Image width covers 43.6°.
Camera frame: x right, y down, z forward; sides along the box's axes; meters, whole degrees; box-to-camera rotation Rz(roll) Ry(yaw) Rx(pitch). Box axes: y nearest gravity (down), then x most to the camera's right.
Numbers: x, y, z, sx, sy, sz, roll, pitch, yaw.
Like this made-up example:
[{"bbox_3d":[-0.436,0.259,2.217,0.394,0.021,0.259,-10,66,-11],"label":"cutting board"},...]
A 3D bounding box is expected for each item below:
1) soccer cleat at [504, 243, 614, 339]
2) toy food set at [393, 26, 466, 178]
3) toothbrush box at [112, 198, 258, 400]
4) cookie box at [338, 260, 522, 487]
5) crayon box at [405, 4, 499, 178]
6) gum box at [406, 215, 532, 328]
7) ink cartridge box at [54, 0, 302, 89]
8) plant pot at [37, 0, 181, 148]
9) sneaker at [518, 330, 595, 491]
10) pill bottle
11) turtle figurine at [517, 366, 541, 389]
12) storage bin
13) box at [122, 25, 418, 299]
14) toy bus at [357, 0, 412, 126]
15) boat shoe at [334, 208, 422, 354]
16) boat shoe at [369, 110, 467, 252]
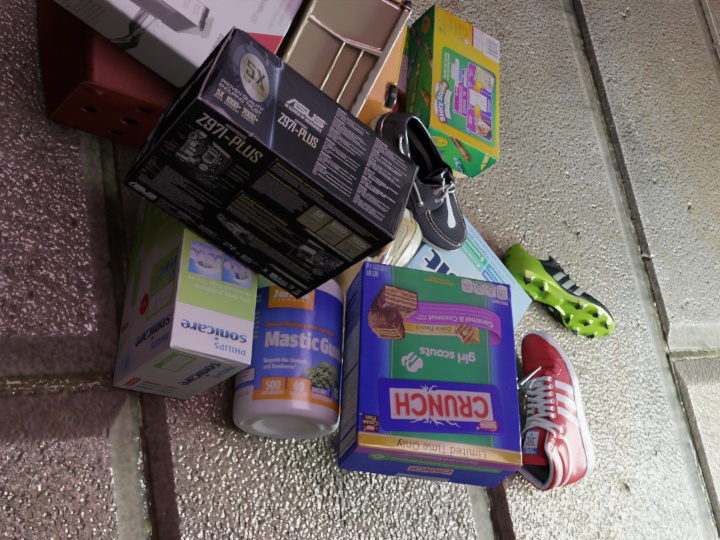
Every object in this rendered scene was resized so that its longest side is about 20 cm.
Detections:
[{"bbox_3d":[0.283,0.028,1.269,0.199,0.067,0.082,30,42,-23],"label":"soccer cleat"},{"bbox_3d":[0.085,-0.231,1.238,0.196,0.048,0.202,26,58,-26],"label":"toy food set"},{"bbox_3d":[-0.167,0.008,0.882,0.085,0.145,0.203,16,63,-31],"label":"toothbrush box"},{"bbox_3d":[0.070,0.105,0.919,0.169,0.075,0.202,9,59,-12],"label":"cookie box"},{"bbox_3d":[0.124,-0.239,1.200,0.118,0.058,0.203,20,60,-28],"label":"crayon box"},{"bbox_3d":[0.117,0.042,1.147,0.170,0.044,0.200,50,51,-10],"label":"gum box"},{"bbox_3d":[-0.162,-0.261,0.810,0.199,0.083,0.148,32,77,-30],"label":"ink cartridge box"},{"bbox_3d":[-0.224,-0.233,0.924,0.198,0.199,0.179,15,74,-31],"label":"plant pot"},{"bbox_3d":[0.230,0.181,1.156,0.112,0.071,0.203,-10,79,-42],"label":"sneaker"},{"bbox_3d":[-0.073,0.066,0.950,0.111,0.112,0.203,16,62,-31],"label":"pill bottle"},{"bbox_3d":[0.107,0.159,1.032,0.198,0.151,0.101,-24,56,-28],"label":"turtle figurine"},{"bbox_3d":[-0.057,-0.219,0.943,0.093,0.200,0.200,21,18,-23],"label":"storage bin"},{"bbox_3d":[-0.079,-0.084,0.785,0.199,0.163,0.087,34,54,-20],"label":"box"},{"bbox_3d":[0.013,-0.254,1.125,0.064,0.078,0.203,11,86,-12],"label":"toy bus"},{"bbox_3d":[0.000,0.000,1.039,0.201,0.071,0.076,-61,141,-28],"label":"boat shoe"},{"bbox_3d":[0.082,-0.104,1.092,0.073,0.062,0.201,-47,116,-31],"label":"boat shoe"}]
